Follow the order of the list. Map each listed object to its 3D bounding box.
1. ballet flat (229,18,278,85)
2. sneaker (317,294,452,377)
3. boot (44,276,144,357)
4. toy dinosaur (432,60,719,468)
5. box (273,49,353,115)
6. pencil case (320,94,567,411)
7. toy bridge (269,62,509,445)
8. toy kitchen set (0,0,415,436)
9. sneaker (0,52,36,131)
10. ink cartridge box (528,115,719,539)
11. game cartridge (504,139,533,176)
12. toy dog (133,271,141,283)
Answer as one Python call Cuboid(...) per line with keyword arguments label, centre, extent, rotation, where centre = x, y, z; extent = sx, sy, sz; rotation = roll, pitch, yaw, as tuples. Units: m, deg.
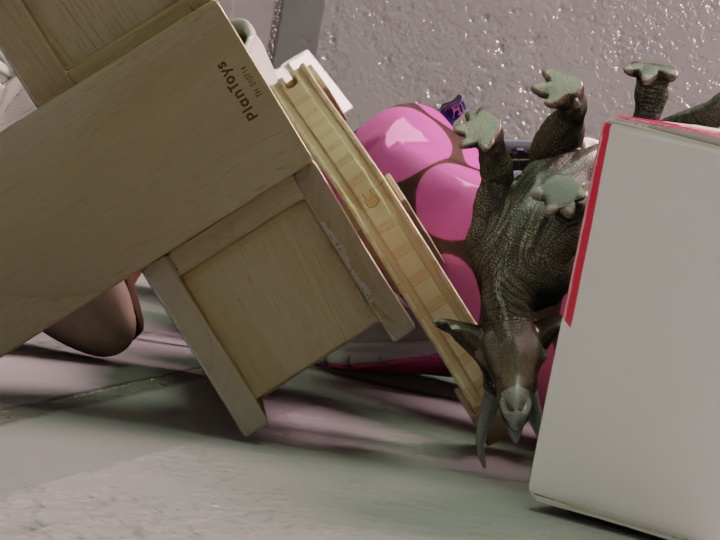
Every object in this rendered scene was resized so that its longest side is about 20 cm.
Cuboid(label="ballet flat", centre=(-0.088, -0.081, 1.224), extent=(0.069, 0.070, 0.200), rotation=(11, 14, 15))
Cuboid(label="sneaker", centre=(0.000, 0.000, 1.317), extent=(0.081, 0.089, 0.199), rotation=(6, 7, -42))
Cuboid(label="boot", centre=(-0.186, -0.012, 1.101), extent=(0.200, 0.070, 0.146), rotation=(48, 34, -9))
Cuboid(label="toy dinosaur", centre=(0.085, -0.027, 1.074), extent=(0.077, 0.103, 0.200), rotation=(26, 54, 22))
Cuboid(label="box", centre=(-0.068, -0.050, 1.408), extent=(0.039, 0.042, 0.200), rotation=(-34, -6, -34))
Cuboid(label="pencil case", centre=(0.068, 0.002, 1.195), extent=(0.200, 0.091, 0.094), rotation=(44, 4, 40))
Cuboid(label="toy bridge", centre=(0.013, -0.015, 1.136), extent=(0.201, 0.027, 0.067), rotation=(58, 0, 33))
Cuboid(label="toy kitchen set", centre=(-0.105, -0.027, 1.087), extent=(0.163, 0.201, 0.180), rotation=(-32, 7, -1))
Cuboid(label="sneaker", centre=(-0.208, -0.074, 1.315), extent=(0.076, 0.200, 0.092), rotation=(48, 2, -6))
Cuboid(label="ink cartridge box", centre=(0.154, 0.023, 1.043), extent=(0.084, 0.146, 0.200), rotation=(14, 7, 28))
Cuboid(label="game cartridge", centre=(0.100, -0.017, 1.566), extent=(0.041, 0.134, 0.199), rotation=(-42, 24, -23))
Cuboid(label="toy dog", centre=(-0.145, -0.026, 1.296), extent=(0.199, 0.133, 0.096), rotation=(16, -30, -33))
